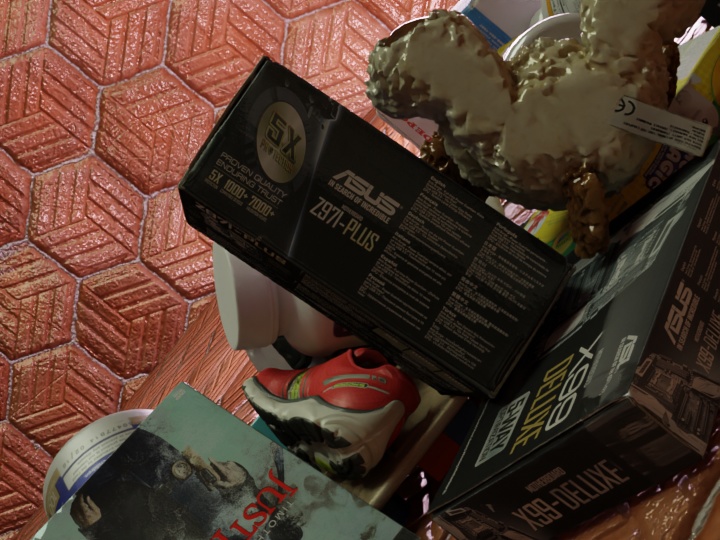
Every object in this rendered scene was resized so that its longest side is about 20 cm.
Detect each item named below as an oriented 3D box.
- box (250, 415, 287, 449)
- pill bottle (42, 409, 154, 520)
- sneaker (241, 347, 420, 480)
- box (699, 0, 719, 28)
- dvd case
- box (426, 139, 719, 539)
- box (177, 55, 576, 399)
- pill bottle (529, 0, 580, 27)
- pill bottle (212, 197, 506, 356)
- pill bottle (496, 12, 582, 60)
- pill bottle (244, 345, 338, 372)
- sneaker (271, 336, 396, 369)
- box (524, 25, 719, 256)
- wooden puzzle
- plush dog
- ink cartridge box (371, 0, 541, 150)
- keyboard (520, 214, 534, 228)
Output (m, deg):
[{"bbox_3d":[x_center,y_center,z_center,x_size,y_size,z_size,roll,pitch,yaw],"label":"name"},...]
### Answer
[{"bbox_3d":[-0.091,0.172,1.054,0.200,0.049,0.082,-51,-8,-2],"label":"box"},{"bbox_3d":[-0.128,0.195,0.913,0.120,0.120,0.200,-50,41,5],"label":"pill bottle"},{"bbox_3d":[-0.015,0.090,0.932,0.085,0.077,0.200,-43,18,-16],"label":"sneaker"},{"bbox_3d":[0.259,-0.282,1.012,0.044,0.160,0.200,-39,14,50],"label":"box"},{"bbox_3d":[-0.083,0.167,0.830,0.146,0.200,0.022,-46,-29,-25],"label":"dvd case"},{"bbox_3d":[0.129,0.042,0.707,0.158,0.050,0.200,-42,12,47],"label":"box"},{"bbox_3d":[0.002,-0.017,0.782,0.086,0.200,0.164,-56,1,-7],"label":"box"},{"bbox_3d":[0.227,-0.237,1.152,0.109,0.109,0.200,-56,10,-32],"label":"pill bottle"},{"bbox_3d":[0.000,0.000,0.972,0.199,0.113,0.112,-9,-2,-15],"label":"pill bottle"},{"bbox_3d":[0.151,-0.136,1.089,0.114,0.114,0.200,-51,5,0],"label":"pill bottle"},{"bbox_3d":[-0.001,0.020,1.182,0.200,0.111,0.111,-38,2,-27],"label":"pill bottle"},{"bbox_3d":[0.019,0.029,1.085,0.199,0.100,0.070,-18,-15,-15],"label":"sneaker"},{"bbox_3d":[0.177,-0.065,0.913,0.200,0.048,0.117,-51,10,-15],"label":"box"},{"bbox_3d":[0.019,0.130,0.940,0.200,0.046,0.185,-47,9,-3],"label":"wooden puzzle"},{"bbox_3d":[0.119,-0.085,0.807,0.199,0.161,0.172,-19,-4,8],"label":"plush dog"},{"bbox_3d":[0.124,-0.182,1.317,0.086,0.146,0.200,-58,11,-31],"label":"ink cartridge box"},{"bbox_3d":[0.124,-0.013,1.055,0.200,0.021,0.127,-40,14,54],"label":"keyboard"}]
